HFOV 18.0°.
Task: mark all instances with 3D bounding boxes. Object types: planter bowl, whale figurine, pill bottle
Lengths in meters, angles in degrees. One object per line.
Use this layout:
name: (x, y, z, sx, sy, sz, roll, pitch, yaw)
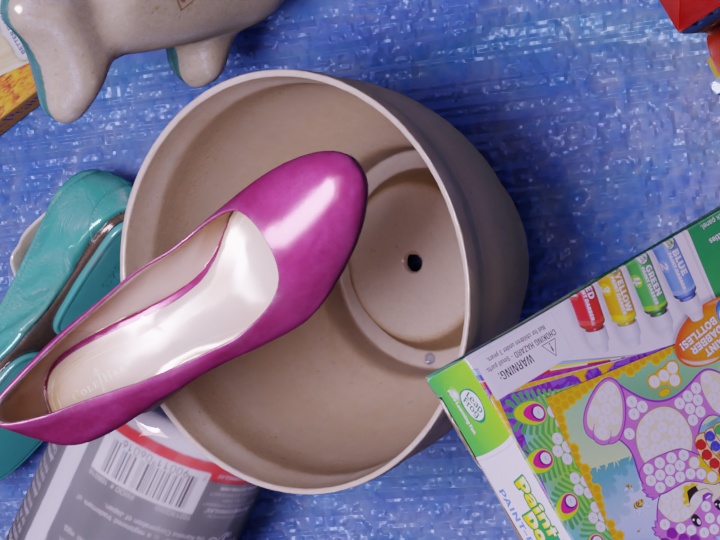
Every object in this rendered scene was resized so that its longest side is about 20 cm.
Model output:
planter bowl: (0.000, 0.000, 1.119, 0.200, 0.135, 0.201, 4, 98, 32)
whale figurine: (-0.114, -0.160, 1.132, 0.104, 0.200, 0.159, 14, 139, 36)
pill bottle: (-0.129, 0.148, 1.211, 0.114, 0.114, 0.200, 32, 108, 18)

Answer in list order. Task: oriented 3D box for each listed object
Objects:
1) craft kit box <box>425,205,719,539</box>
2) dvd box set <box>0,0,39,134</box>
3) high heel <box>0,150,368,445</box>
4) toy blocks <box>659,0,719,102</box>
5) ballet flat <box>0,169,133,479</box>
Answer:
craft kit box: (0.158, 0.087, 1.030, 0.198, 0.200, 0.049, 61, 149, 0)
dvd box set: (-0.258, -0.126, 1.284, 0.200, 0.029, 0.146, -33, 82, 23)
high heel: (-0.083, 0.013, 1.037, 0.200, 0.096, 0.067, -36, 76, 31)
toy blocks: (0.204, -0.076, 1.024, 0.100, 0.137, 0.200, -32, 83, 24)
ballet flat: (-0.177, 0.027, 1.255, 0.200, 0.067, 0.070, -56, 50, 19)
